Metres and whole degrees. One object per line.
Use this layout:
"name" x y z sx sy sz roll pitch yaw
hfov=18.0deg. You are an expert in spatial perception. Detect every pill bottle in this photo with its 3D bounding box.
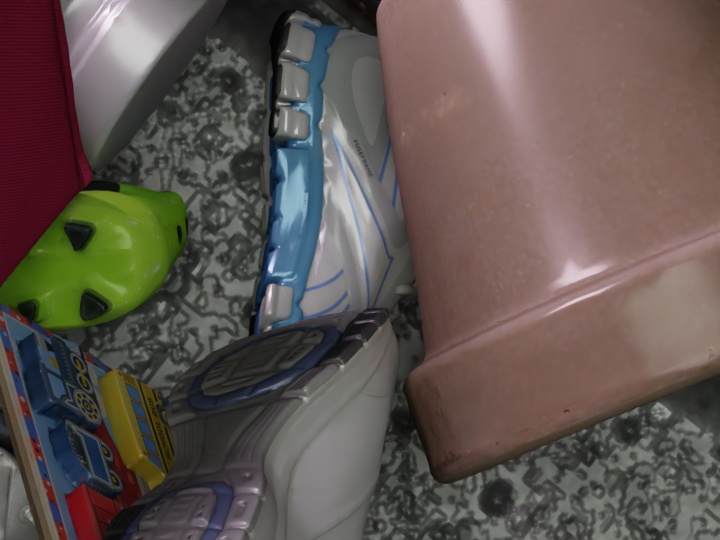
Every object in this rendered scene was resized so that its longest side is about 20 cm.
"pill bottle" -0.155 -0.134 0.874 0.199 0.116 0.117 37 85 0

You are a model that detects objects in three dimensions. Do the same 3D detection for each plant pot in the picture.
"plant pot" 0.086 -0.037 0.831 0.199 0.200 0.176 -23 84 -4

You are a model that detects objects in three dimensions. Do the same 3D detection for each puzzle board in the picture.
"puzzle board" -0.060 0.111 0.805 0.017 0.150 0.201 -36 50 17

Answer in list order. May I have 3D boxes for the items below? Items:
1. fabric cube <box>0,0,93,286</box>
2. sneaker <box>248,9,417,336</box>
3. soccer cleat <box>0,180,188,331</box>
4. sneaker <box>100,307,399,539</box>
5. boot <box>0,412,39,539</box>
"fabric cube" -0.227 -0.058 0.742 0.199 0.197 0.200 25 57 18
"sneaker" 0.000 0.000 0.896 0.086 0.075 0.202 6 86 -8
"soccer cleat" -0.163 -0.006 0.893 0.198 0.081 0.068 0 105 18
"sneaker" -0.030 0.084 0.782 0.074 0.200 0.088 -11 118 29
"boot" -0.134 0.124 0.876 0.096 0.074 0.200 -43 88 2
